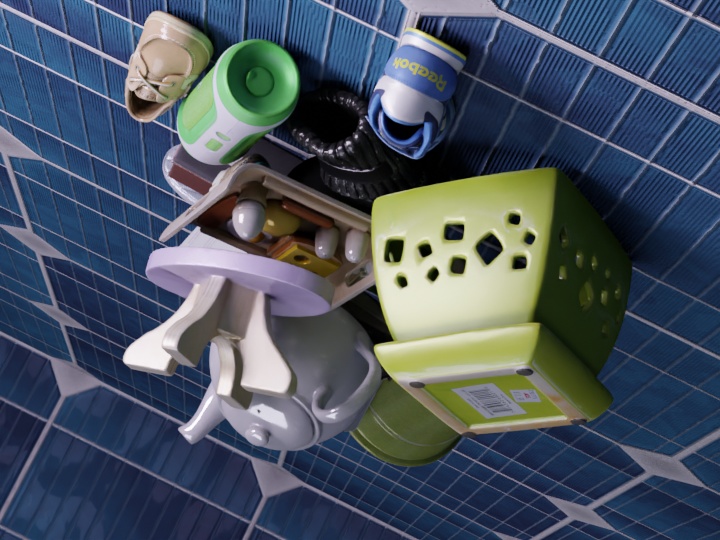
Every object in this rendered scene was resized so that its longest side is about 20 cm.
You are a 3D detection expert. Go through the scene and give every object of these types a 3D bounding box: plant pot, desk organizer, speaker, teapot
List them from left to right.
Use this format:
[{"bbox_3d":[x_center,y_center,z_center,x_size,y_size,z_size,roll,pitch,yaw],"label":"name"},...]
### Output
[{"bbox_3d":[-0.118,-0.158,1.593,0.088,0.089,0.200,30,163,-12],"label":"speaker"},{"bbox_3d":[-0.105,-0.092,1.806,0.199,0.072,0.077,29,166,-7],"label":"desk organizer"},{"bbox_3d":[-0.080,0.123,1.779,0.196,0.147,0.201,21,142,5],"label":"teapot"},{"bbox_3d":[0.095,0.115,1.968,0.199,0.201,0.190,31,151,-18],"label":"plant pot"},{"bbox_3d":[0.128,0.041,1.553,0.197,0.183,0.200,-9,150,29],"label":"plant pot"}]

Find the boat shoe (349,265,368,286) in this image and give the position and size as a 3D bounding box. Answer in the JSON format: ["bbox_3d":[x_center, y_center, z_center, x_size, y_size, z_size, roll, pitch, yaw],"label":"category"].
[{"bbox_3d":[-0.002,0.001,1.798,0.200,0.073,0.063,-34,94,31],"label":"boat shoe"}]

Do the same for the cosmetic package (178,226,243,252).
[{"bbox_3d":[-0.116,0.009,1.957,0.200,0.113,0.081,42,177,37],"label":"cosmetic package"}]

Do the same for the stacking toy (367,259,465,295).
[{"bbox_3d":[0.024,-0.003,1.872,0.199,0.086,0.085,15,161,47],"label":"stacking toy"}]

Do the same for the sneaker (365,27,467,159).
[{"bbox_3d":[0.039,-0.135,1.430,0.073,0.083,0.200,23,165,6],"label":"sneaker"}]

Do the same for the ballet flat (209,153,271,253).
[{"bbox_3d":[-0.117,-0.060,1.717,0.075,0.068,0.201,35,160,30],"label":"ballet flat"}]

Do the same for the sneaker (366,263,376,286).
[{"bbox_3d":[0.062,0.071,1.721,0.200,0.088,0.075,47,-169,-3],"label":"sneaker"}]

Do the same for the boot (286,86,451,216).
[{"bbox_3d":[-0.030,-0.108,1.614,0.210,0.080,0.157,-3,155,40],"label":"boot"}]

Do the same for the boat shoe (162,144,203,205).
[{"bbox_3d":[-0.131,-0.080,1.883,0.198,0.073,0.062,25,166,0],"label":"boat shoe"}]

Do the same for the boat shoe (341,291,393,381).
[{"bbox_3d":[0.035,0.092,1.844,0.199,0.065,0.073,34,163,35],"label":"boat shoe"}]

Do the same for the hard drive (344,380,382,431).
[{"bbox_3d":[-0.040,0.074,1.983,0.026,0.133,0.200,0,-142,-41],"label":"hard drive"}]

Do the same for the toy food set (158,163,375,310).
[{"bbox_3d":[-0.078,-0.023,1.631,0.199,0.061,0.143,25,147,-24],"label":"toy food set"}]

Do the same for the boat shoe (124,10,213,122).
[{"bbox_3d":[-0.192,-0.193,1.636,0.071,0.065,0.200,28,164,-5],"label":"boat shoe"}]

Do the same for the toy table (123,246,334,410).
[{"bbox_3d":[-0.133,0.055,1.647,0.198,0.118,0.184,3,158,33],"label":"toy table"}]
